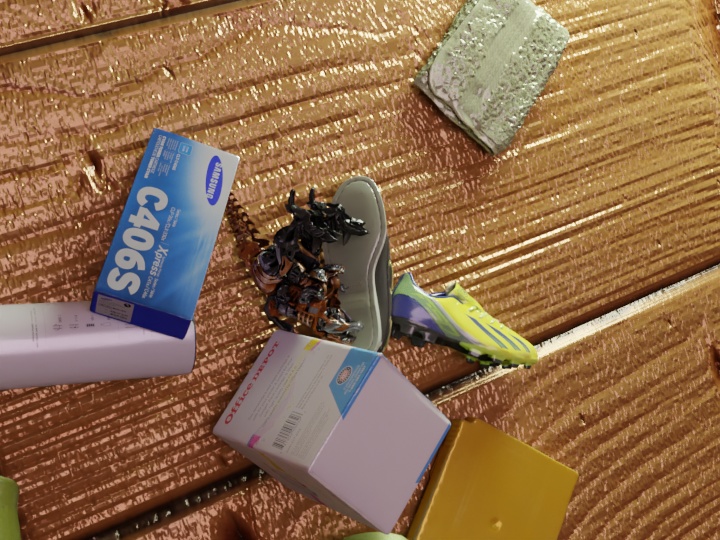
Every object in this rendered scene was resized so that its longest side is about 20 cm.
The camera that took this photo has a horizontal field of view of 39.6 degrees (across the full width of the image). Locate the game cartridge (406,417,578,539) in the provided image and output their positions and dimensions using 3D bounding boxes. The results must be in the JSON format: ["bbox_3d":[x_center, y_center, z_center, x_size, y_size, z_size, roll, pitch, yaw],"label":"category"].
[{"bbox_3d":[0.146,0.289,1.145,0.176,0.032,0.201,30,71,-18],"label":"game cartridge"}]

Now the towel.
[{"bbox_3d":[0.163,-0.252,1.203,0.148,0.036,0.201,38,72,-16],"label":"towel"}]

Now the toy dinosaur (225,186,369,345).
[{"bbox_3d":[-0.071,-0.008,1.038,0.199,0.102,0.136,36,112,-9],"label":"toy dinosaur"}]

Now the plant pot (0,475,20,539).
[{"bbox_3d":[-0.370,0.270,0.850,0.199,0.200,0.194,12,68,-22],"label":"plant pot"}]

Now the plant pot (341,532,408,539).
[{"bbox_3d":[0.015,0.370,0.985,0.199,0.200,0.191,26,39,-19],"label":"plant pot"}]

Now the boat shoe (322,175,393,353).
[{"bbox_3d":[0.000,0.000,1.096,0.071,0.061,0.203,-2,79,17],"label":"boat shoe"}]

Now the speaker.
[{"bbox_3d":[-0.264,0.068,0.962,0.199,0.081,0.082,-3,86,-24],"label":"speaker"}]

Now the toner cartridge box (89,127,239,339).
[{"bbox_3d":[-0.188,-0.040,0.981,0.094,0.043,0.201,18,56,-12],"label":"toner cartridge box"}]

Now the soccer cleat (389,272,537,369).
[{"bbox_3d":[0.123,0.059,1.139,0.199,0.065,0.084,19,73,-20],"label":"soccer cleat"}]

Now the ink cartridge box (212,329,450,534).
[{"bbox_3d":[-0.038,0.153,0.998,0.125,0.199,0.129,44,69,-32],"label":"ink cartridge box"}]
